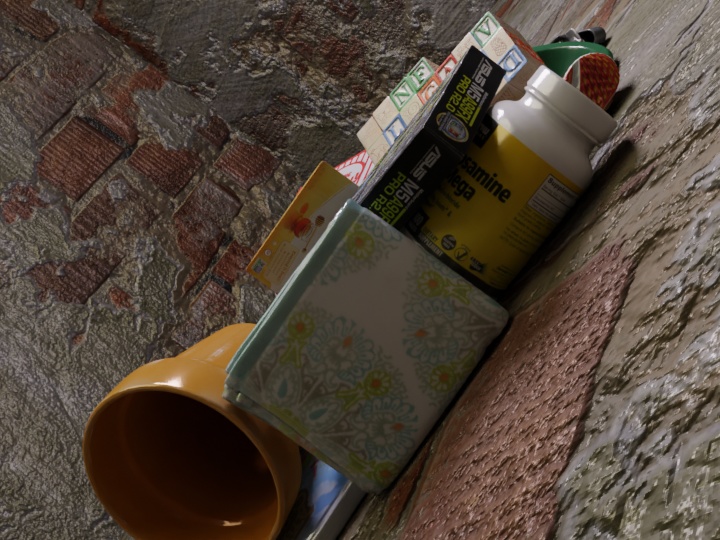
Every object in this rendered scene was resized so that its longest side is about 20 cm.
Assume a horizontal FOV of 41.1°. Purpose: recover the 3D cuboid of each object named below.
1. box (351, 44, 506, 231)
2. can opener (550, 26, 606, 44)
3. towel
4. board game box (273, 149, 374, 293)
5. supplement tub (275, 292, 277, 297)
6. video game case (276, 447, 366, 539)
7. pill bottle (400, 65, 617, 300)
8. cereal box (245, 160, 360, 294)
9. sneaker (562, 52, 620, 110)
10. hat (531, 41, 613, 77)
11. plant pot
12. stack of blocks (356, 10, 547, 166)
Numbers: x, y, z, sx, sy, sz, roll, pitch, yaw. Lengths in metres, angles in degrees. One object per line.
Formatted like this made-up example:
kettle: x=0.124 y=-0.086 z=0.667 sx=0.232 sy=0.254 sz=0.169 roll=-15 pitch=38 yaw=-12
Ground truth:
box: x=0.043 y=-0.092 z=0.880 sx=0.200 sy=0.044 sz=0.160 roll=-49 pitch=7 yaw=41
can opener: x=0.252 y=-0.256 z=1.245 sx=0.067 sy=0.054 sz=0.200 roll=-22 pitch=-5 yaw=-19
towel: x=0.001 y=0.068 z=0.809 sx=0.200 sy=0.171 sz=0.048 roll=-54 pitch=5 yaw=3
board game box: x=-0.029 y=-0.068 z=1.158 sx=0.151 sy=0.046 sz=0.200 roll=-28 pitch=23 yaw=27
supplement tub: x=0.003 y=0.008 z=1.186 sx=0.200 sy=0.123 sz=0.123 roll=-41 pitch=6 yaw=-3
video game case: x=-0.087 y=0.262 z=0.921 sx=0.201 sy=0.022 sz=0.182 roll=-55 pitch=21 yaw=-8
pill bottle: x=0.131 y=-0.075 z=0.852 sx=0.200 sy=0.112 sz=0.112 roll=-53 pitch=7 yaw=13
cereal box: x=0.000 y=0.000 z=1.016 sx=0.144 sy=0.199 sz=0.040 roll=-55 pitch=-2 yaw=0
sneaker: x=0.189 y=-0.125 z=0.960 sx=0.200 sy=0.073 sz=0.077 roll=-48 pitch=-9 yaw=1
hat: x=0.204 y=-0.147 z=1.108 sx=0.199 sy=0.177 sz=0.166 roll=-8 pitch=29 yaw=19
plant pot: x=-0.134 y=0.150 z=0.934 sx=0.200 sy=0.200 sz=0.183 roll=-50 pitch=3 yaw=31
stack of blocks: x=0.097 y=-0.171 z=1.014 sx=0.200 sy=0.058 sz=0.115 roll=-47 pitch=51 yaw=25
